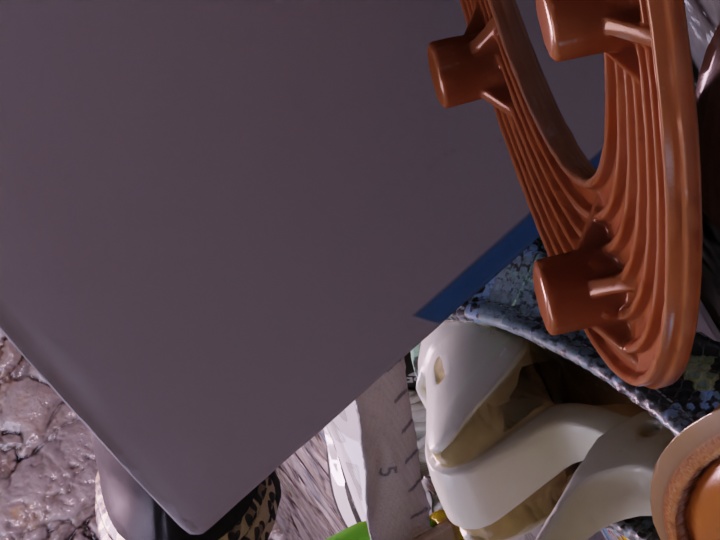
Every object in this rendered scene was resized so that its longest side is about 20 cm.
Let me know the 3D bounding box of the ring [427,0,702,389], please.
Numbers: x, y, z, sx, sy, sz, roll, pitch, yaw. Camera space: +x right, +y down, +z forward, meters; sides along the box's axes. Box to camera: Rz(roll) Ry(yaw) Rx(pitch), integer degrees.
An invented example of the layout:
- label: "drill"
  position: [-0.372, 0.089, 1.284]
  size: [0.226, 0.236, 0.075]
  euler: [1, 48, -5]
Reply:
- label: "ring"
  position: [0.018, -0.077, 0.474]
  size: [0.200, 0.019, 0.202]
  euler: [166, 90, -87]

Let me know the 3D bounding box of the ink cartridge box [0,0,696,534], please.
- label: "ink cartridge box"
  position: [-0.051, -0.068, 0.672]
  size: [0.146, 0.147, 0.200]
  euler: [51, 177, -24]

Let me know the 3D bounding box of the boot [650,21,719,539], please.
- label: "boot"
  position: [0.117, 0.056, 0.452]
  size: [0.156, 0.076, 0.201]
  euler: [53, 162, 35]

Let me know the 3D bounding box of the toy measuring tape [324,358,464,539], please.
- label: "toy measuring tape"
  position: [-0.001, 0.081, 0.904]
  size: [0.074, 0.073, 0.201]
  euler: [-135, 30, -59]

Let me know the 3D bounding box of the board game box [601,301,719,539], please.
- label: "board game box"
  position: [0.070, 0.030, 0.783]
  size: [0.201, 0.034, 0.126]
  euler: [59, 172, -12]

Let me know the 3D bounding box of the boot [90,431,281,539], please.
- label: "boot"
  position: [-0.060, 0.011, 1.041]
  size: [0.201, 0.073, 0.151]
  euler: [-86, -5, -54]

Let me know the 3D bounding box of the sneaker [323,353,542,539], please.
- label: "sneaker"
  position: [0.019, 0.058, 1.094]
  size: [0.201, 0.075, 0.115]
  euler: [59, 175, 1]

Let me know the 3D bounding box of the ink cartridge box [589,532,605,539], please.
- label: "ink cartridge box"
  position: [0.099, 0.175, 0.943]
  size: [0.200, 0.104, 0.059]
  euler: [50, 171, 40]

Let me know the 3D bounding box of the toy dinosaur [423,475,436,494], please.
- label: "toy dinosaur"
  position: [0.000, 0.000, 0.881]
  size: [0.181, 0.105, 0.200]
  euler: [31, 168, -6]

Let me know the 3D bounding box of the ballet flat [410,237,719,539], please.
- label: "ballet flat"
  position: [0.053, 0.040, 0.653]
  size: [0.200, 0.074, 0.074]
  euler: [24, 148, 55]
